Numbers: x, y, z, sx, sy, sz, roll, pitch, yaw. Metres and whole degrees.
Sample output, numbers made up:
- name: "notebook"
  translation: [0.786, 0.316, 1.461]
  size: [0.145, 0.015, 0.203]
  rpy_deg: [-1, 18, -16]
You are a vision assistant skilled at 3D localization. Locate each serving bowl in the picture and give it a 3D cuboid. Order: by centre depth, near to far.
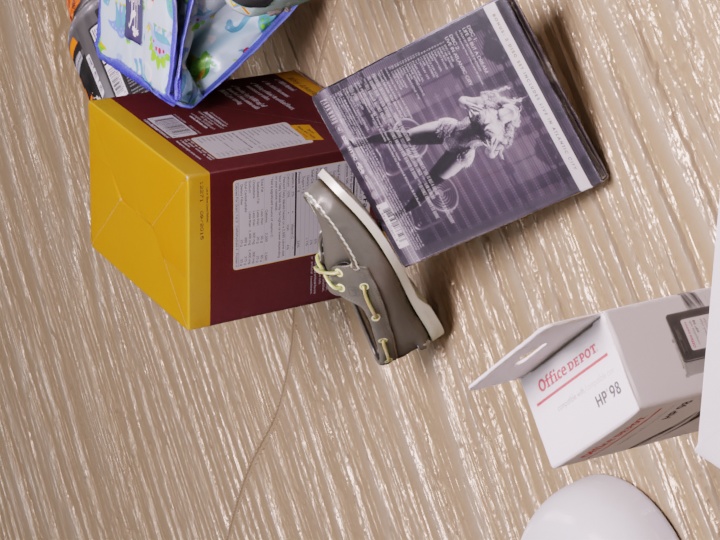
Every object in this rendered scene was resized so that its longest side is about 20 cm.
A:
- name: "serving bowl"
  translation: [0.168, 0.254, 1.637]
  size: [0.200, 0.065, 0.202]
  rpy_deg: [31, 127, 55]

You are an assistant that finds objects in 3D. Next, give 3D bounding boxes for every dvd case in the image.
- name: "dvd case"
  translation: [0.070, -0.099, 1.637]
  size: [0.199, 0.016, 0.149]
  rpy_deg: [-23, 98, 42]

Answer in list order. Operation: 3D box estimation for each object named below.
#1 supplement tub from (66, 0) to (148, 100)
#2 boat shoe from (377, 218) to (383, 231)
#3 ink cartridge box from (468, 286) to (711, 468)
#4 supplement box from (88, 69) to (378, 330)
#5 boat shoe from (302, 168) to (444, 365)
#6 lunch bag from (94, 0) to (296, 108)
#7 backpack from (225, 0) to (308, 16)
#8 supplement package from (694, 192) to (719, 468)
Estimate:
- name: "supplement tub"
  translation: [-0.199, -0.184, 2.108]
  size: [0.201, 0.122, 0.123]
  rpy_deg: [66, 149, 24]
- name: "boat shoe"
  translation: [0.067, -0.103, 1.707]
  size: [0.200, 0.073, 0.063]
  rpy_deg: [-54, 45, 41]
- name: "ink cartridge box"
  translation: [0.181, 0.065, 1.407]
  size: [0.116, 0.199, 0.067]
  rpy_deg: [-45, 61, 57]
- name: "supplement box"
  translation: [-0.098, -0.065, 1.876]
  size: [0.197, 0.199, 0.134]
  rpy_deg: [36, 130, 52]
- name: "boat shoe"
  translation: [0.001, 0.002, 1.758]
  size: [0.072, 0.060, 0.202]
  rpy_deg: [53, 177, 46]
- name: "lunch bag"
  translation: [-0.140, -0.245, 1.903]
  size: [0.201, 0.127, 0.170]
  rpy_deg: [-61, 34, 3]
- name: "backpack"
  translation: [-0.035, -0.293, 1.695]
  size: [0.177, 0.199, 0.153]
  rpy_deg: [65, 155, 12]
- name: "supplement package"
  translation: [0.302, 0.018, 1.170]
  size: [0.147, 0.199, 0.193]
  rpy_deg: [34, 129, 52]
